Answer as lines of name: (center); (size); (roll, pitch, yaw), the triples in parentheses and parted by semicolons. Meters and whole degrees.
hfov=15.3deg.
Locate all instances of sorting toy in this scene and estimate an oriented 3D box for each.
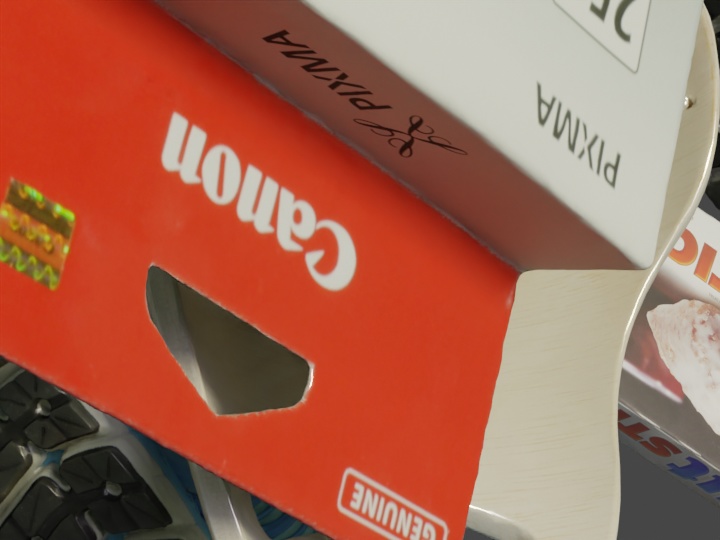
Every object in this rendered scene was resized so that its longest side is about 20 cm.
sorting toy: (0.000, 0.000, 0.667); (0.200, 0.107, 0.180); (14, 56, -40)

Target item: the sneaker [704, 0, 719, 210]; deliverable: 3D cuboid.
sneaker: (0.142, -0.093, 0.834); (0.090, 0.078, 0.200); (-14, 85, -41)

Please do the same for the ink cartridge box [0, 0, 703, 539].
ink cartridge box: (-0.001, -0.041, 0.572); (0.200, 0.044, 0.174); (34, 61, -47)

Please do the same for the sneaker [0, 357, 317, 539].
sneaker: (-0.036, 0.074, 0.688); (0.200, 0.078, 0.090); (46, 36, -11)

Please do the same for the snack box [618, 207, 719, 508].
snack box: (0.128, 0.042, 0.813); (0.200, 0.024, 0.072); (34, 61, -19)
